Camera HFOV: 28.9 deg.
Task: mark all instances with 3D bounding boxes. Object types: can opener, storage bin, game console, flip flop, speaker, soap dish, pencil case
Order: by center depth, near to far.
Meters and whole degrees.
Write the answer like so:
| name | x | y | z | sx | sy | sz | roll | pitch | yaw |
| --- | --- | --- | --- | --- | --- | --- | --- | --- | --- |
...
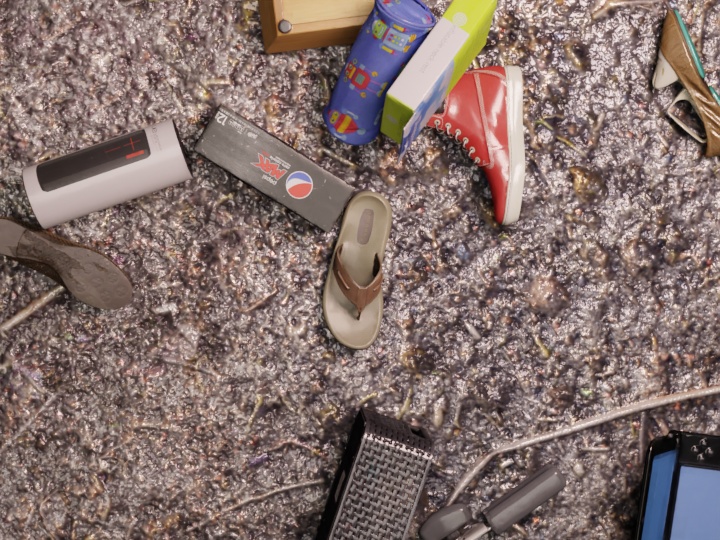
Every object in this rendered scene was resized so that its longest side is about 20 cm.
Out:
| name | x | y | z | sx | sy | sz | roll | pitch | yaw |
| --- | --- | --- | --- | --- | --- | --- | --- | --- | --- |
| pencil case | 0.021 | -0.244 | 1.688 | 0.078 | 0.087 | 0.201 | 42 | 130 | 17 |
| soap dish | -0.030 | -0.359 | 1.720 | 0.198 | 0.081 | 0.159 | -7 | 95 | -2 |
| speaker | -0.309 | -0.120 | 1.723 | 0.199 | 0.081 | 0.082 | -19 | 95 | -1 |
| storage bin | 0.013 | 0.286 | 1.743 | 0.093 | 0.135 | 0.201 | 18 | 93 | -5 |
| flip flop | 0.000 | 0.000 | 1.761 | 0.080 | 0.058 | 0.202 | 11 | 93 | -4 |
| game console | 0.424 | 0.315 | 1.782 | 0.174 | 0.116 | 0.202 | 8 | 94 | -4 |
| can opener | 0.172 | 0.308 | 1.797 | 0.199 | 0.053 | 0.067 | -31 | 95 | -1 |

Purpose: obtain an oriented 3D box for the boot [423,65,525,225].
| name | x | y | z | sx | sy | sz | roll | pitch | yaw |
| --- | --- | --- | --- | --- | --- | --- | --- | --- | --- |
| boot | 0.133 | -0.154 | 1.754 | 0.143 | 0.072 | 0.202 | -3 | 87 | -3 |

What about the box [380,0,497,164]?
| name | x | y | z | sx | sy | sz | roll | pitch | yaw |
| --- | --- | --- | --- | --- | --- | --- | --- | --- | --- |
| box | 0.087 | -0.234 | 1.667 | 0.048 | 0.122 | 0.201 | 34 | 76 | 7 |

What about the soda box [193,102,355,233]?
| name | x | y | z | sx | sy | sz | roll | pitch | yaw |
| --- | --- | --- | --- | --- | --- | --- | --- | --- | --- |
| soda box | -0.107 | -0.126 | 1.742 | 0.199 | 0.063 | 0.071 | 32 | 93 | -5 |

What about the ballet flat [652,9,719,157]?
| name | x | y | z | sx | sy | sz | roll | pitch | yaw |
| --- | --- | --- | --- | --- | --- | --- | --- | --- | --- |
| ballet flat | 0.416 | -0.230 | 1.774 | 0.072 | 0.068 | 0.201 | -29 | 100 | 18 |

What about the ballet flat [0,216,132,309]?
| name | x | y | z | sx | sy | sz | roll | pitch | yaw |
| --- | --- | --- | --- | --- | --- | --- | --- | --- | --- |
| ballet flat | -0.377 | -0.012 | 1.748 | 0.199 | 0.046 | 0.068 | 25 | 93 | -10 |
